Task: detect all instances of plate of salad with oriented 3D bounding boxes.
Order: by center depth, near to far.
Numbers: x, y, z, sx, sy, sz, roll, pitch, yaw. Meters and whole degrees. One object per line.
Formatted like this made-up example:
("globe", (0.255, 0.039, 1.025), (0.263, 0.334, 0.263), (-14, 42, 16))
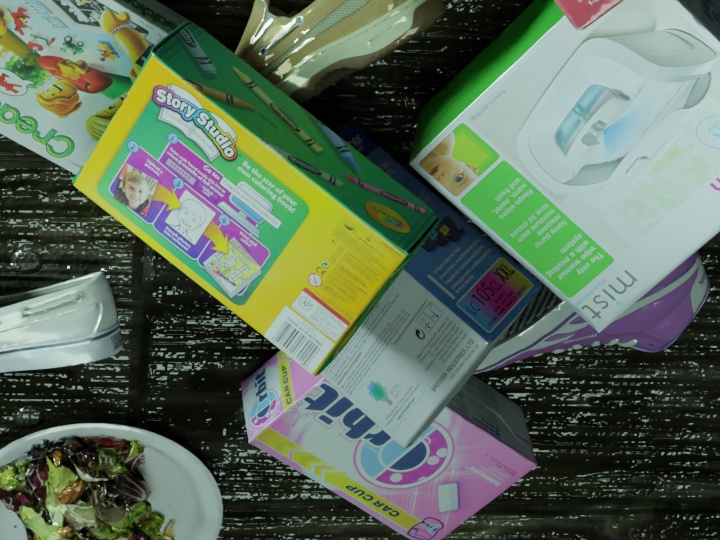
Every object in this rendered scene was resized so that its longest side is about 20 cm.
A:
("plate of salad", (-0.203, 0.194, 1.643), (0.200, 0.048, 0.200), (-4, 131, -4))

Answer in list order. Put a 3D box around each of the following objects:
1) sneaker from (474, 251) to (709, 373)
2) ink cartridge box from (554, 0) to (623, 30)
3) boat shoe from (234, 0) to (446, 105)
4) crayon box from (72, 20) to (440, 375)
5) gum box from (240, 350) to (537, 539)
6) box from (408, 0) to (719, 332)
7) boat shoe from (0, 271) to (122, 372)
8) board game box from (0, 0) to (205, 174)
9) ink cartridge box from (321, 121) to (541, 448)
("sneaker", (0.155, 0.040, 1.549), (0.200, 0.073, 0.114), (-27, 132, 15))
("ink cartridge box", (0.122, -0.261, 1.226), (0.145, 0.083, 0.200), (-35, 100, 19))
("boat shoe", (-0.045, -0.147, 1.372), (0.200, 0.072, 0.076), (-29, 101, 20))
("crayon box", (-0.066, -0.044, 1.344), (0.200, 0.058, 0.119), (39, 125, 2))
("gum box", (0.025, 0.115, 1.595), (0.200, 0.066, 0.113), (34, 118, -31))
("box", (0.163, -0.094, 1.392), (0.176, 0.097, 0.200), (42, 115, -13))
("boat shoe", (-0.266, 0.035, 1.495), (0.200, 0.071, 0.070), (-7, 104, 3))
("board game box", (-0.211, -0.147, 1.359), (0.200, 0.035, 0.126), (29, 122, -28))
("ink cartridge box", (0.000, 0.000, 1.432), (0.200, 0.076, 0.136), (40, 137, 5))
